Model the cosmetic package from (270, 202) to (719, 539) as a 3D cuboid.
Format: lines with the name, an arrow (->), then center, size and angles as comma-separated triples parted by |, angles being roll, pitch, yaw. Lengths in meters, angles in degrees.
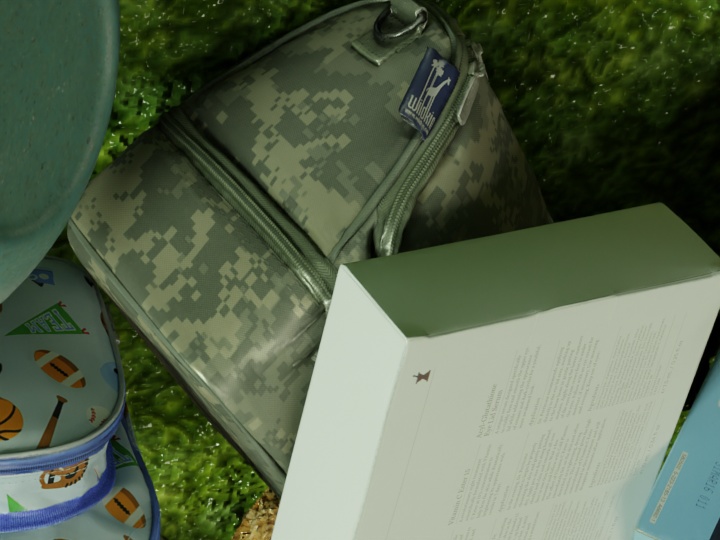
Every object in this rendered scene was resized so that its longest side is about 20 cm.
cosmetic package -> 0.045, 0.077, 0.900 | 0.150, 0.052, 0.201 | -12, 133, -34

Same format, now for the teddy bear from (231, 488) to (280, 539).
teddy bear -> 0.019, 0.124, 1.141 | 0.199, 0.067, 0.145 | -20, 149, -16

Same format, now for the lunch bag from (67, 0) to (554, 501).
lunch bag -> 0.000, 0.000, 0.946 | 0.168, 0.139, 0.200 | -42, 140, -7

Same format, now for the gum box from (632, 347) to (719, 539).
gum box -> 0.165, 0.076, 1.015 | 0.170, 0.044, 0.200 | -61, 166, -19

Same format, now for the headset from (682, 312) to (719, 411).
headset -> 0.090, 0.071, 1.076 | 0.199, 0.124, 0.094 | -27, 152, -26

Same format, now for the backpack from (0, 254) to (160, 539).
backpack -> -0.162, 0.089, 0.908 | 0.199, 0.191, 0.155 | -6, 135, -20

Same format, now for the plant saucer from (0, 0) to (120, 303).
plant saucer -> -0.123, -0.066, 0.778 | 0.038, 0.202, 0.202 | 11, 143, 20

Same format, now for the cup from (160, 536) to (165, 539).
cup -> -0.154, 0.232, 1.096 | 0.199, 0.144, 0.201 | -13, 138, -12
